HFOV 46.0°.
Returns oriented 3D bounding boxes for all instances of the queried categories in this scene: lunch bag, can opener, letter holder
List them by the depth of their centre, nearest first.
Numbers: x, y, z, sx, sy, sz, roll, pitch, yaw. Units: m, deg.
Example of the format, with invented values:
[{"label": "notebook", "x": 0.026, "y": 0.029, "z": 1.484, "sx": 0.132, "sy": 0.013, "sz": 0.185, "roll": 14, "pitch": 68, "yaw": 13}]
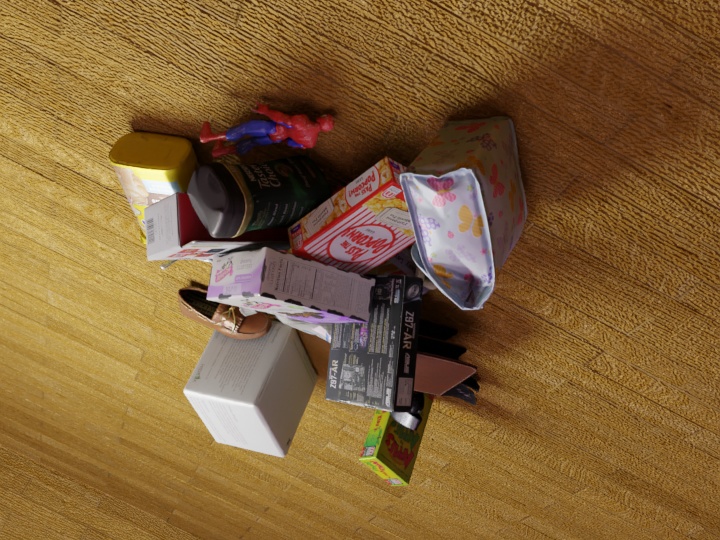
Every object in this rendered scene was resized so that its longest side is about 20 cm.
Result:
[{"label": "lunch bag", "x": 0.139, "y": -0.071, "z": 1.094, "sx": 0.125, "sy": 0.170, "sz": 0.203, "roll": -2, "pitch": 120, "yaw": 30}, {"label": "letter holder", "x": 0.086, "y": 0.128, "z": 1.439, "sx": 0.197, "sy": 0.102, "sz": 0.142, "roll": 13, "pitch": 150, "yaw": -23}, {"label": "can opener", "x": 0.045, "y": 0.217, "z": 1.585, "sx": 0.199, "sy": 0.079, "sz": 0.063, "roll": 34, "pitch": -176, "yaw": 39}]

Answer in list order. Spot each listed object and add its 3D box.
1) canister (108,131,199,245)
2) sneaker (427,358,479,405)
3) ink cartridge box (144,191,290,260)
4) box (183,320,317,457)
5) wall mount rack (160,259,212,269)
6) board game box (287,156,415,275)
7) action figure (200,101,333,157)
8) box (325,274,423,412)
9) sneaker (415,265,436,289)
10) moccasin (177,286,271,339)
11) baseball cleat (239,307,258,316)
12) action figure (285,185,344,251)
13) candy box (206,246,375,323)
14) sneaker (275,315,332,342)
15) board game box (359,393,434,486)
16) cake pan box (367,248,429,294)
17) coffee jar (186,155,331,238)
[{"label": "canister", "x": -0.318, "y": -0.124, "z": 1.400, "sx": 0.146, "sy": 0.087, "sz": 0.202, "roll": 9, "pitch": 142, "yaw": 17}, {"label": "sneaker", "x": 0.124, "y": 0.195, "z": 1.594, "sx": 0.196, "sy": 0.061, "sz": 0.105, "roll": 6, "pitch": 138, "yaw": 18}, {"label": "ink cartridge box", "x": -0.204, "y": -0.069, "z": 1.292, "sx": 0.197, "sy": 0.086, "sz": 0.174, "roll": -2, "pitch": 174, "yaw": -36}, {"label": "box", "x": -0.215, "y": 0.230, "z": 1.708, "sx": 0.168, "sy": 0.202, "sz": 0.201, "roll": 8, "pitch": 142, "yaw": 23}, {"label": "wall mount rack", "x": -0.246, "y": -0.007, "z": 1.492, "sx": 0.196, "sy": 0.076, "sz": 0.174, "roll": 2, "pitch": 162, "yaw": 27}, {"label": "board game box", "x": 0.016, "y": -0.071, "z": 1.219, "sx": 0.199, "sy": 0.047, "sz": 0.150, "roll": -33, "pitch": 146, "yaw": 31}, {"label": "action figure", "x": -0.129, "y": -0.201, "z": 1.210, "sx": 0.196, "sy": 0.052, "sz": 0.066, "roll": -1, "pitch": 146, "yaw": 22}, {"label": "box", "x": 0.019, "y": 0.108, "z": 1.311, "sx": 0.043, "sy": 0.205, "sz": 0.159, "roll": 9, "pitch": 173, "yaw": -41}, {"label": "sneaker", "x": 0.150, "y": -0.026, "z": 1.262, "sx": 0.081, "sy": 0.089, "sz": 0.200, "roll": 32, "pitch": 144, "yaw": -14}, {"label": "moccasin", "x": -0.266, "y": 0.077, "z": 1.655, "sx": 0.198, "sy": 0.074, "sz": 0.078, "roll": 23, "pitch": 155, "yaw": 17}, {"label": "baseball cleat", "x": -0.147, "y": 0.040, "z": 1.478, "sx": 0.106, "sy": 0.071, "sz": 0.198, "roll": -36, "pitch": 144, "yaw": 29}, {"label": "action figure", "x": -0.064, "y": -0.084, "z": 1.328, "sx": 0.052, "sy": 0.066, "sz": 0.199, "roll": 43, "pitch": 142, "yaw": -17}, {"label": "candy box", "x": -0.106, "y": 0.027, "z": 1.281, "sx": 0.197, "sy": 0.073, "sz": 0.166, "roll": 16, "pitch": 168, "yaw": -35}, {"label": "sneaker", "x": -0.075, "y": 0.091, "z": 1.575, "sx": 0.198, "sy": 0.073, "sz": 0.072, "roll": 28, "pitch": 179, "yaw": -18}, {"label": "board game box", "x": 0.074, "y": 0.298, "z": 1.635, "sx": 0.047, "sy": 0.202, "sz": 0.102, "roll": -17, "pitch": 131, "yaw": 42}, {"label": "cake pan box", "x": 0.000, "y": 0.000, "z": 1.417, "sx": 0.183, "sy": 0.053, "sz": 0.199, "roll": 37, "pitch": 143, "yaw": -16}, {"label": "coffee jar", "x": -0.144, "y": -0.107, "z": 1.216, "sx": 0.105, "sy": 0.198, "sz": 0.086, "roll": 53, "pitch": 133, "yaw": 26}]
